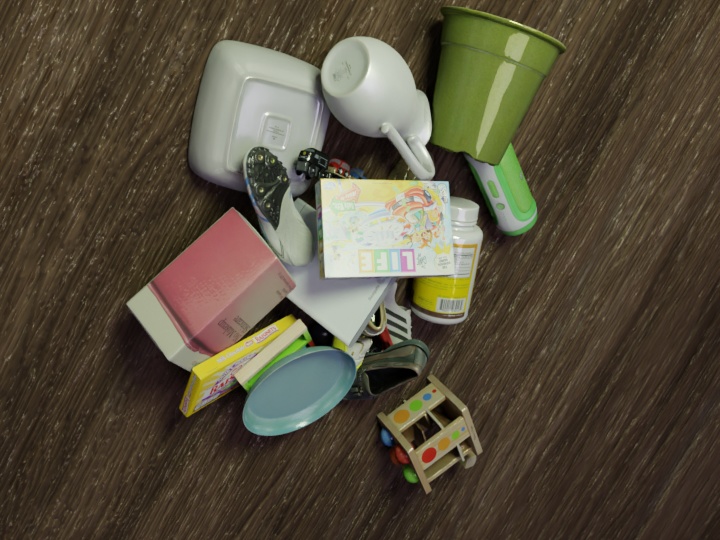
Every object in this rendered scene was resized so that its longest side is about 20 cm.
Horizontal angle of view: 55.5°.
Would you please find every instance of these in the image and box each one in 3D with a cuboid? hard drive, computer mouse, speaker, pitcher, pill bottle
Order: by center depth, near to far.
[{"bbox_3d":[0.037,-0.222,0.963,0.120,0.175,0.199,-31,154,22],"label":"pitcher"},{"bbox_3d":[-0.055,0.001,1.031,0.133,0.198,0.027,-55,162,3],"label":"hard drive"},{"bbox_3d":[0.150,-0.019,1.182,0.107,0.109,0.205,-3,112,-28],"label":"pill bottle"},{"bbox_3d":[0.244,-0.159,1.191,0.088,0.088,0.202,-39,125,-9],"label":"speaker"},{"bbox_3d":[-0.015,0.145,1.203,0.198,0.034,0.059,29,94,-36],"label":"computer mouse"}]

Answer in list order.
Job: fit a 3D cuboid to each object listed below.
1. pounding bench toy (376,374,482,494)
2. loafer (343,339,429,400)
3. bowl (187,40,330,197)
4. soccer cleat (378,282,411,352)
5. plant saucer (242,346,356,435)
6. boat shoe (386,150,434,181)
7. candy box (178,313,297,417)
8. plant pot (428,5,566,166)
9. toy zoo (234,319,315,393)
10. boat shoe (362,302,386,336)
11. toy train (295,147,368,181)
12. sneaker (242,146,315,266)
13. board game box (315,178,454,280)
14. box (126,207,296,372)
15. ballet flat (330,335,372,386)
[{"bbox_3d":[0.137,0.344,1.320,0.154,0.124,0.203,-32,123,-13],"label":"pounding bench toy"},{"bbox_3d":[0.029,0.180,1.166,0.198,0.064,0.072,-31,113,31],"label":"loafer"},{"bbox_3d":[-0.130,-0.202,0.964,0.196,0.074,0.205,7,108,-33],"label":"bowl"},{"bbox_3d":[0.065,0.111,1.213,0.085,0.068,0.203,-38,118,-23],"label":"soccer cleat"},{"bbox_3d":[-0.098,0.185,1.076,0.196,0.028,0.203,-23,143,-18],"label":"plant saucer"},{"bbox_3d":[0.071,-0.101,1.135,0.067,0.071,0.205,16,95,-67],"label":"boat shoe"},{"bbox_3d":[-0.182,0.142,1.041,0.198,0.026,0.103,-29,153,-44],"label":"candy box"},{"bbox_3d":[0.184,-0.268,1.035,0.196,0.199,0.195,10,105,-32],"label":"plant pot"},{"bbox_3d":[-0.122,0.167,1.107,0.130,0.020,0.201,-40,154,-12],"label":"toy zoo"},{"bbox_3d":[0.000,0.000,1.069,0.070,0.076,0.205,-20,83,-11],"label":"boat shoe"},{"bbox_3d":[-0.037,-0.144,1.017,0.199,0.033,0.047,14,88,-64],"label":"toy train"},{"bbox_3d":[-0.123,-0.085,0.956,0.072,0.071,0.203,-50,139,-29],"label":"sneaker"},{"bbox_3d":[0.036,-0.058,0.973,0.194,0.034,0.139,-2,84,-18],"label":"board game box"},{"bbox_3d":[-0.205,0.034,0.969,0.200,0.109,0.128,-43,162,-7],"label":"box"},{"bbox_3d":[-0.011,0.096,1.133,0.066,0.066,0.206,-3,97,-55],"label":"ballet flat"}]
